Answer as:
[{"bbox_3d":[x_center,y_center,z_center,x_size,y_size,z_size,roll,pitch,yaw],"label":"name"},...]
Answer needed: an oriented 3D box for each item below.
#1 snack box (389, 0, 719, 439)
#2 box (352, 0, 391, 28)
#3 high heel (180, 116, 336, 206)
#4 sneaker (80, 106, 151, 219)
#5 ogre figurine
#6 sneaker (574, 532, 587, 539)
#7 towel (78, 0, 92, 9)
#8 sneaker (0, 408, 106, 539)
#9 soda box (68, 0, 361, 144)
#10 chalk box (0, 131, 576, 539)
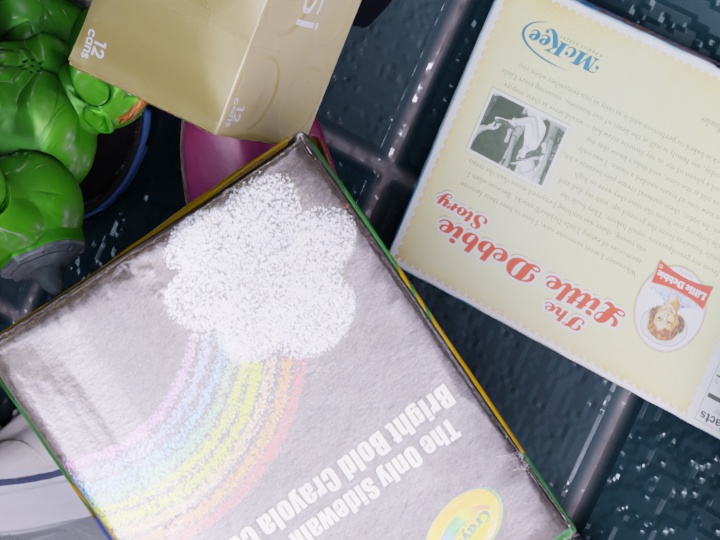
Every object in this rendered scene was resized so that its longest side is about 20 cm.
[{"bbox_3d":[0.116,-0.013,0.901,0.199,0.037,0.117,29,101,25],"label":"snack box"},{"bbox_3d":[-0.028,-0.215,0.945,0.148,0.107,0.200,-43,71,18],"label":"box"},{"bbox_3d":[0.000,0.000,0.916,0.096,0.067,0.201,0,115,37],"label":"high heel"},{"bbox_3d":[-0.172,-0.052,1.023,0.198,0.083,0.071,-4,85,24],"label":"sneaker"},{"bbox_3d":[-0.138,-0.075,0.903,0.098,0.120,0.200,-40,33,6],"label":"ogre figurine"},{"bbox_3d":[-0.002,0.147,0.930,0.200,0.078,0.080,-45,76,19],"label":"sneaker"},{"bbox_3d":[-0.118,-0.173,0.933,0.034,0.193,0.200,-30,48,-13],"label":"towel"},{"bbox_3d":[-0.117,0.079,1.007,0.199,0.073,0.071,-13,57,26],"label":"sneaker"},{"bbox_3d":[-0.022,-0.144,0.842,0.064,0.068,0.201,25,99,23],"label":"soda box"},{"bbox_3d":[-0.017,0.073,0.833,0.124,0.124,0.201,-34,94,-6],"label":"chalk box"}]
